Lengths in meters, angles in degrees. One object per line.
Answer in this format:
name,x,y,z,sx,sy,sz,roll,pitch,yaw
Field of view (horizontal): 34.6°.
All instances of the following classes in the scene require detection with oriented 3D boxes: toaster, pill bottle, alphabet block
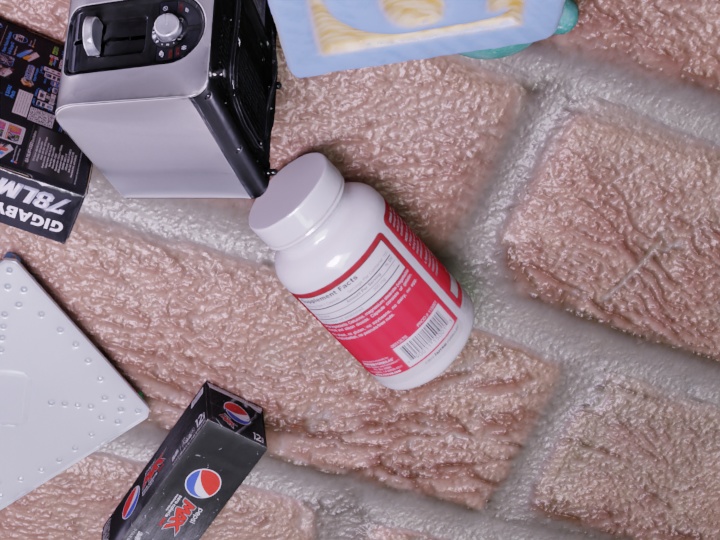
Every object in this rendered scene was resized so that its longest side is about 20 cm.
toaster,-0.123,-0.157,0.807,0.117,0.183,0.200,-1,161,9
pill bottle,0.000,0.000,0.981,0.112,0.113,0.200,-37,118,11
alphabet block,0.026,-0.265,0.742,0.194,0.196,0.202,-8,75,1

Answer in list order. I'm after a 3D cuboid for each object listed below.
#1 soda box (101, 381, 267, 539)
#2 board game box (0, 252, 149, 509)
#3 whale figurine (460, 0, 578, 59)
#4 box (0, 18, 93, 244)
soda box,-0.169,0.207,1.092,0.070,0.064,0.201,29,111,-23
board game box,-0.325,0.106,1.032,0.199,0.026,0.201,-32,119,8
whale figurine,0.130,-0.243,0.875,0.199,0.104,0.160,-30,119,9
box,-0.283,-0.122,0.814,0.197,0.201,0.050,18,123,-19
